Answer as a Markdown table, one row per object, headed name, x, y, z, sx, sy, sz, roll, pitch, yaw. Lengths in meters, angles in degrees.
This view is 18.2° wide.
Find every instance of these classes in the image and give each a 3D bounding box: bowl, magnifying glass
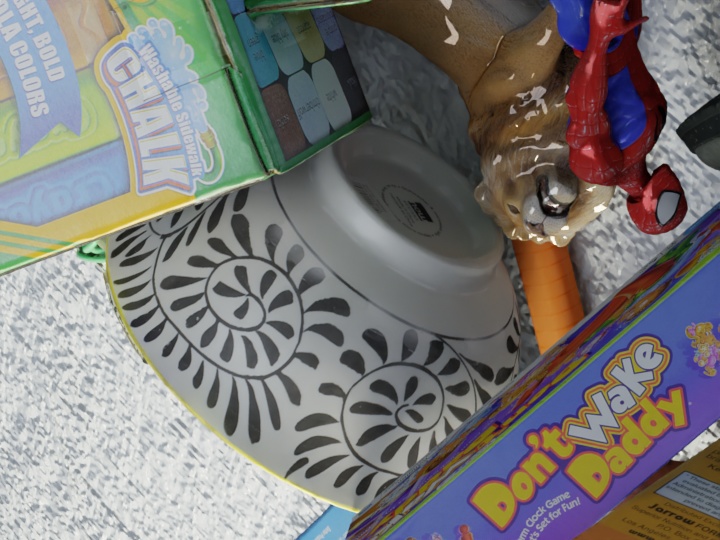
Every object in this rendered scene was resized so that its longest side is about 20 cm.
| name | x | y | z | sx | sy | sz | roll | pitch | yaw |
| --- | --- | --- | --- | --- | --- | --- | --- | --- | --- |
| bowl | 0.000 | 0.000 | 0.961 | 0.201 | 0.200 | 0.094 | 48 | 119 | 20 |
| magnifying glass | 0.099 | 0.069 | 1.001 | 0.079 | 0.022 | 0.201 | 2 | 110 | 49 |

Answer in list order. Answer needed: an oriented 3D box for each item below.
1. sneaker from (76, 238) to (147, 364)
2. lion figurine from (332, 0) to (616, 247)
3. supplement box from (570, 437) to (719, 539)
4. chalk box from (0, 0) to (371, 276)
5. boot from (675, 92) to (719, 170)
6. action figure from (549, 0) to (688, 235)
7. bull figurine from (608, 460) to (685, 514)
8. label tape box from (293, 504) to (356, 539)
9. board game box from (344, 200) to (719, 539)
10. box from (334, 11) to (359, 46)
| name | x | y | z | sx | sy | sz | roll | pitch | yaw |
| --- | --- | --- | --- | --- | --- | --- | --- | --- | --- |
| sneaker | -0.148 | -0.038 | 1.177 | 0.077 | 0.088 | 0.201 | -5 | 106 | 50 |
| lion figurine | 0.037 | -0.106 | 0.914 | 0.200 | 0.072 | 0.123 | 43 | 134 | 4 |
| supplement box | 0.155 | 0.095 | 0.803 | 0.069 | 0.200 | 0.067 | 20 | 124 | 37 |
| chalk box | -0.080 | -0.087 | 0.862 | 0.199 | 0.124 | 0.124 | -19 | 97 | 21 |
| boot | 0.180 | -0.019 | 0.769 | 0.131 | 0.068 | 0.200 | 58 | 174 | 0 |
| action figure | 0.084 | -0.100 | 0.818 | 0.051 | 0.066 | 0.201 | -6 | 119 | 23 |
| bull figurine | 0.141 | 0.121 | 0.897 | 0.199 | 0.121 | 0.066 | 19 | 114 | 27 |
| label tape box | 0.059 | 0.181 | 1.061 | 0.201 | 0.063 | 0.144 | 57 | 151 | 10 |
| board game box | 0.081 | 0.056 | 0.834 | 0.045 | 0.200 | 0.134 | 49 | -176 | -1 |
| box | -0.121 | -0.124 | 1.002 | 0.199 | 0.097 | 0.125 | -23 | 76 | 22 |
